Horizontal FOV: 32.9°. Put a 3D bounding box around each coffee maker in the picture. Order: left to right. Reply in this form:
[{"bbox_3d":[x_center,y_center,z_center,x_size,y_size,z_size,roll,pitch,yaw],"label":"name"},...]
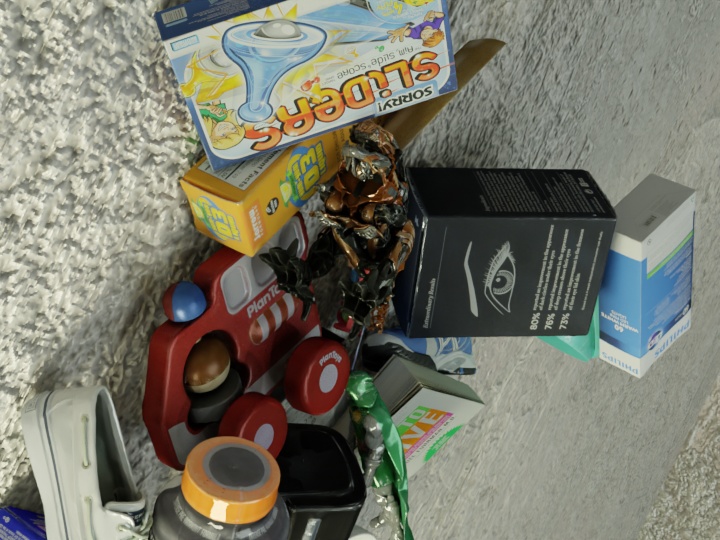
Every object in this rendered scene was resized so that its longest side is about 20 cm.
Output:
[{"bbox_3d":[-0.066,0.248,1.148,0.192,0.135,0.200,-10,130,-41],"label":"coffee maker"}]

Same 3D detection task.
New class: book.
[{"bbox_3d":[0.045,0.167,1.312,0.134,0.048,0.200,-46,154,9],"label":"book"}]

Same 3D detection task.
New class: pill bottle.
[{"bbox_3d":[-0.115,0.224,0.944,0.106,0.106,0.200,-28,141,-48],"label":"pill bottle"}]

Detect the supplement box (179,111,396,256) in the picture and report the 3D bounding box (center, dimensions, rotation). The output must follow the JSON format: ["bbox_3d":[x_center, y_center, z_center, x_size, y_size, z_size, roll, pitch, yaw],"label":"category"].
[{"bbox_3d":[-0.053,-0.103,0.985,0.200,0.069,0.067,-46,147,-26],"label":"supplement box"}]

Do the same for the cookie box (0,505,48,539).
[{"bbox_3d":[-0.262,0.303,0.967,0.200,0.075,0.171,-60,152,-6],"label":"cookie box"}]

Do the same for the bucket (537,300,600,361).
[{"bbox_3d":[0.227,0.006,1.433,0.135,0.207,0.207,-58,152,-2],"label":"bucket"}]

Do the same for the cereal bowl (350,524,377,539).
[{"bbox_3d":[-0.067,0.356,1.342,0.200,0.083,0.200,-41,146,-36],"label":"cereal bowl"}]

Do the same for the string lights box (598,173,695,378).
[{"bbox_3d":[0.309,0.009,1.317,0.103,0.059,0.200,-39,138,-29],"label":"string lights box"}]

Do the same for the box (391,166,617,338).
[{"bbox_3d":[0.139,-0.019,1.239,0.200,0.104,0.148,1,123,-11],"label":"box"}]

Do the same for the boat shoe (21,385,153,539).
[{"bbox_3d":[-0.187,0.181,0.888,0.074,0.067,0.200,-39,112,-72],"label":"boat shoe"}]

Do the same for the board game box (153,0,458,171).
[{"bbox_3d":[-0.034,-0.158,0.886,0.200,0.034,0.135,-19,142,-3],"label":"board game box"}]

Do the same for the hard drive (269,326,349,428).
[{"bbox_3d":[-0.063,0.171,1.240,0.140,0.038,0.200,-42,147,-35],"label":"hard drive"}]

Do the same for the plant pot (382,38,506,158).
[{"bbox_3d":[0.050,-0.138,1.082,0.200,0.027,0.200,-46,-178,2],"label":"plant pot"}]

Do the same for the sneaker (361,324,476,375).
[{"bbox_3d":[0.063,0.077,1.357,0.200,0.076,0.077,11,78,-60],"label":"sneaker"}]

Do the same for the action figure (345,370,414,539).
[{"bbox_3d":[0.014,0.178,1.171,0.055,0.118,0.200,-17,119,-9],"label":"action figure"}]

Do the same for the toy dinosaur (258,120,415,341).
[{"bbox_3d":[0.008,-0.020,0.981,0.136,0.102,0.200,-51,128,-35],"label":"toy dinosaur"}]

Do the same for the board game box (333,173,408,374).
[{"bbox_3d":[0.000,0.000,1.168,0.158,0.039,0.200,104,2,-71],"label":"board game box"}]

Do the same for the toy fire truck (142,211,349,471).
[{"bbox_3d":[-0.106,0.059,1.002,0.200,0.112,0.168,-40,131,-38],"label":"toy fire truck"}]
